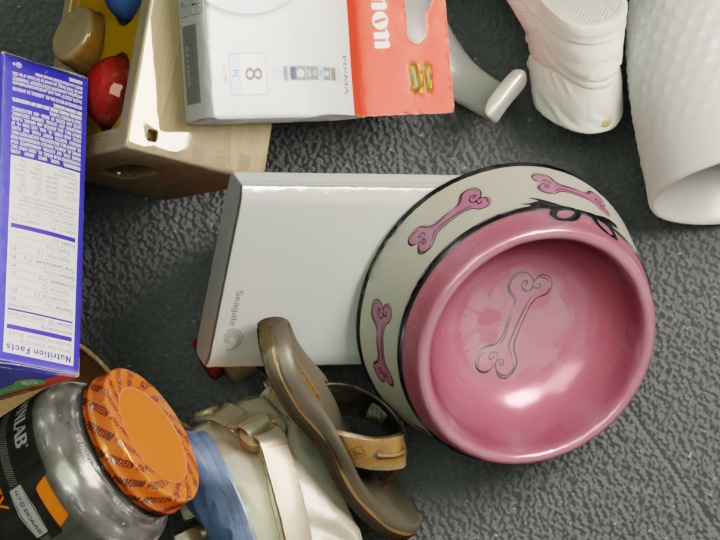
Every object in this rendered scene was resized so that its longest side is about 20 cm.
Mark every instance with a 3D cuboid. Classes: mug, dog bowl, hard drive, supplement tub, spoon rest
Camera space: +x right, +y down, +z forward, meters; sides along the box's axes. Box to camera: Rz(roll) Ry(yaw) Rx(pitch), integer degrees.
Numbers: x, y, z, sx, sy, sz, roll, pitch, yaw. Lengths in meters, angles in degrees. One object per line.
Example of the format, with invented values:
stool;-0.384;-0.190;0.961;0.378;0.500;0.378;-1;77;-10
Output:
mug;0.270;-0.138;1.616;0.199;0.148;0.177;-1;71;-26
dog bowl;0.102;0.036;1.570;0.199;0.074;0.202;-8;115;-17
hard drive;0.000;0.000;1.577;0.198;0.027;0.133;0;119;-24
supplement tub;-0.208;0.152;1.546;0.199;0.122;0.123;-33;79;17
spoon rest;0.031;-0.164;1.678;0.200;0.061;0.100;38;84;23

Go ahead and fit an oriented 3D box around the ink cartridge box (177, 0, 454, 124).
ink cartridge box;-0.022;-0.178;1.561;0.199;0.047;0.162;-4;89;-28

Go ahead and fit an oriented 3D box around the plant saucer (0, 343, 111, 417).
plant saucer;-0.242;0.136;1.654;0.198;0.035;0.202;-1;81;6

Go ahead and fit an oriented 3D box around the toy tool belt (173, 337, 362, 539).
toy tool belt;-0.089;0.135;1.601;0.122;0.125;0.201;-26;79;-9

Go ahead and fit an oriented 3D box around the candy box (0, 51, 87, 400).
candy box;-0.251;-0.018;1.559;0.168;0.077;0.202;-16;68;46

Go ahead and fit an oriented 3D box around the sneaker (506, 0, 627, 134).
sneaker;0.119;-0.173;1.655;0.073;0.116;0.200;-18;43;-13

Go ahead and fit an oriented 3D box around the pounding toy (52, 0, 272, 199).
pounding toy;-0.160;-0.128;1.622;0.141;0.200;0.186;14;80;-28

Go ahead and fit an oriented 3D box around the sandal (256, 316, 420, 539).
sandal;-0.004;0.100;1.573;0.054;0.082;0.201;-28;120;6
